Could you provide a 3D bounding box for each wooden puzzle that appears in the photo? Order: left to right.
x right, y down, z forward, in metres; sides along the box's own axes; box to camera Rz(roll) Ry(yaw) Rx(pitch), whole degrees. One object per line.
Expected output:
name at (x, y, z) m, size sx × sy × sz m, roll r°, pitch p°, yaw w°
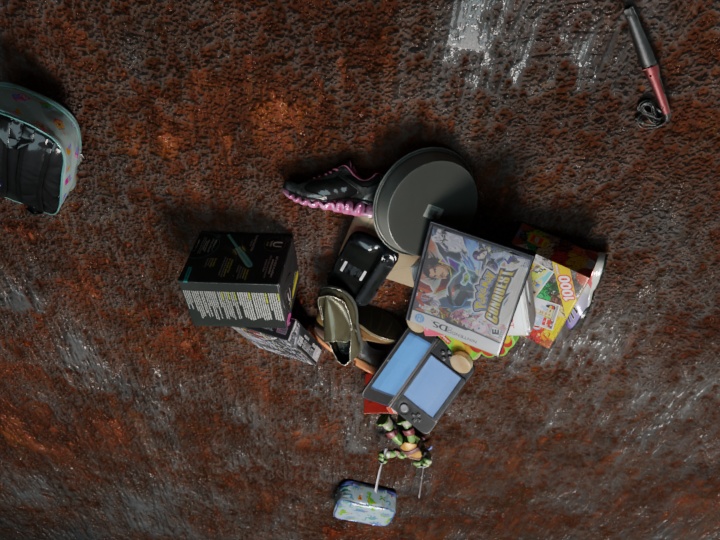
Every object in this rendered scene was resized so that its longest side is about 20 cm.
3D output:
wooden puzzle at (0.073, -0.054, 1.095) m, size 0.199 × 0.037 × 0.186 m, roll 21°, pitch 133°, yaw -5°

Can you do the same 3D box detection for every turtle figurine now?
turtle figurine at (0.114, 0.491, 1.506) m, size 0.144 × 0.199 × 0.195 m, roll 5°, pitch 125°, yaw 59°

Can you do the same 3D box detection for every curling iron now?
curling iron at (0.417, -0.291, 0.821) m, size 0.049 × 0.026 × 0.200 m, roll -19°, pitch 127°, yaw 21°

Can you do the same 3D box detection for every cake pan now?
cake pan at (0.119, -0.110, 0.966) m, size 0.199 × 0.037 × 0.202 m, roll -10°, pitch 121°, yaw -17°

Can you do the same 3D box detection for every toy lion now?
toy lion at (0.214, 0.102, 1.132) m, size 0.200 × 0.069 × 0.192 m, roll 41°, pitch 135°, yaw 11°

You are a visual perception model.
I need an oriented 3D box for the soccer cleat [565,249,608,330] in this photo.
soccer cleat at (0.430, 0.038, 1.113) m, size 0.073 × 0.068 × 0.201 m, roll 17°, pitch 137°, yaw 18°

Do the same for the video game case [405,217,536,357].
video game case at (0.182, 0.031, 0.962) m, size 0.180 × 0.025 × 0.201 m, roll 21°, pitch 119°, yaw 18°

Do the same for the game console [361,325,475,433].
game console at (0.131, 0.245, 1.241) m, size 0.170 × 0.118 × 0.201 m, roll 36°, pitch 95°, yaw 14°

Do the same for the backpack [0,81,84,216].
backpack at (-0.568, -0.216, 0.950) m, size 0.175 × 0.154 × 0.200 m, roll 23°, pitch 142°, yaw -16°

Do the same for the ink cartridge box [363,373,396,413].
ink cartridge box at (0.101, 0.286, 1.352) m, size 0.198 × 0.110 × 0.050 m, roll -6°, pitch 148°, yaw 13°

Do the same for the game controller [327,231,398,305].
game controller at (0.000, 0.000, 1.117) m, size 0.104 × 0.042 × 0.200 m, roll 33°, pitch 140°, yaw 2°

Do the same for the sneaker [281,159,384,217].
sneaker at (-0.043, -0.152, 1.002) m, size 0.198 × 0.079 × 0.096 m, roll 11°, pitch 99°, yaw 12°

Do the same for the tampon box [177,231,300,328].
tampon box at (-0.236, 0.019, 1.125) m, size 0.198 × 0.151 × 0.127 m, roll 2°, pitch 133°, yaw 7°

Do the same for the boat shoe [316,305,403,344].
boat shoe at (-0.002, 0.120, 1.248) m, size 0.199 × 0.072 × 0.068 m, roll 23°, pitch 135°, yaw 1°

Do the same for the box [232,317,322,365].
box at (-0.186, 0.142, 1.228) m, size 0.156 × 0.050 × 0.200 m, roll 14°, pitch 160°, yaw 20°

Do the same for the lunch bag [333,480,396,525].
lunch bag at (0.012, 0.777, 1.852) m, size 0.198 × 0.083 × 0.162 m, roll 12°, pitch 133°, yaw -3°

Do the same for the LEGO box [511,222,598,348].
LEGO box at (0.337, 0.031, 1.070) m, size 0.148 × 0.077 × 0.201 m, roll 26°, pitch 136°, yaw 17°

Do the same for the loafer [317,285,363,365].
loafer at (-0.041, 0.119, 1.164) m, size 0.075 × 0.070 × 0.201 m, roll -4°, pitch 126°, yaw 23°

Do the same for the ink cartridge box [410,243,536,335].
ink cartridge box at (0.208, 0.037, 1.017) m, size 0.198 × 0.085 × 0.147 m, roll -3°, pitch 110°, yaw 30°

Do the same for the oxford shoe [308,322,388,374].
oxford shoe at (-0.027, 0.164, 1.305) m, size 0.199 × 0.071 × 0.073 m, roll 30°, pitch 98°, yaw -10°
